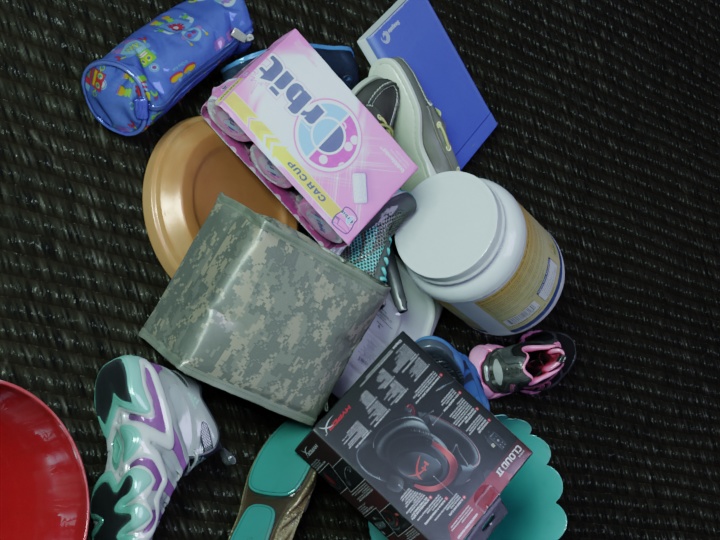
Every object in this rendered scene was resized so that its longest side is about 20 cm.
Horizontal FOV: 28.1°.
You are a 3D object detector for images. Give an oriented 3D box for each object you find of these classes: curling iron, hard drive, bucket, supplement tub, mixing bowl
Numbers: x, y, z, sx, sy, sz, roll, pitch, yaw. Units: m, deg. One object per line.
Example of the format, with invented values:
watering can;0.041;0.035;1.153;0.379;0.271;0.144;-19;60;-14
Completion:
curling iron;0.026;-0.045;1.584;0.049;0.026;0.201;14;51;-43
hard drive;0.084;-0.224;1.732;0.201;0.025;0.132;58;46;-20
bucket;0.115;0.261;1.562;0.206;0.134;0.209;13;72;-44
supplement tub;0.134;-0.019;1.612;0.200;0.144;0.145;36;54;-57
mixing bowl;-0.325;0.190;1.134;0.199;0.108;0.202;13;72;-44

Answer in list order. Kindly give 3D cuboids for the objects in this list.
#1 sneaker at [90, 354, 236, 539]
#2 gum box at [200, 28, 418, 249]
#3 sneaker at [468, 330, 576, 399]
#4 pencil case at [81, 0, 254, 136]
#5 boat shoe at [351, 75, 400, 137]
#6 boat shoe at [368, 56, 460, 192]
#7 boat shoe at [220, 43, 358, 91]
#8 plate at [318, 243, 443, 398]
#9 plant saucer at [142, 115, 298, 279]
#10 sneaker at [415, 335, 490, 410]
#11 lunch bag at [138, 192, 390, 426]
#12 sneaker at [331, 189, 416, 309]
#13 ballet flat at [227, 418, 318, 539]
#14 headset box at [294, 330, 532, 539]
sneaker;-0.172;0.183;1.321;0.139;0.077;0.201;14;70;-43
gum box;-0.053;-0.133;1.436;0.200;0.066;0.114;47;70;-13
sneaker;0.219;0.111;1.740;0.199;0.095;0.080;-12;87;-51
pencil case;-0.181;-0.208;1.405;0.200;0.086;0.078;-46;146;-42
boat shoe;0.002;-0.133;1.555;0.202;0.060;0.072;-61;139;-31
boat shoe;0.066;-0.156;1.663;0.060;0.072;0.203;-36;113;-41
boat shoe;-0.062;-0.202;1.530;0.199;0.084;0.069;-13;87;-45
plate;0.014;0.055;1.584;0.200;0.032;0.201;43;52;-32
plant saucer;-0.132;-0.062;1.455;0.199;0.037;0.202;13;71;-44
sneaker;0.094;0.116;1.606;0.200;0.066;0.079;57;25;-50
lunch bag;-0.082;0.044;1.389;0.200;0.117;0.165;30;90;-36
sneaker;0.000;0.000;1.507;0.091;0.078;0.200;42;71;9
ballet flat;-0.085;0.238;1.422;0.201;0.070;0.065;-63;151;-32
headset box;0.060;0.185;1.413;0.200;0.075;0.149;42;61;3
